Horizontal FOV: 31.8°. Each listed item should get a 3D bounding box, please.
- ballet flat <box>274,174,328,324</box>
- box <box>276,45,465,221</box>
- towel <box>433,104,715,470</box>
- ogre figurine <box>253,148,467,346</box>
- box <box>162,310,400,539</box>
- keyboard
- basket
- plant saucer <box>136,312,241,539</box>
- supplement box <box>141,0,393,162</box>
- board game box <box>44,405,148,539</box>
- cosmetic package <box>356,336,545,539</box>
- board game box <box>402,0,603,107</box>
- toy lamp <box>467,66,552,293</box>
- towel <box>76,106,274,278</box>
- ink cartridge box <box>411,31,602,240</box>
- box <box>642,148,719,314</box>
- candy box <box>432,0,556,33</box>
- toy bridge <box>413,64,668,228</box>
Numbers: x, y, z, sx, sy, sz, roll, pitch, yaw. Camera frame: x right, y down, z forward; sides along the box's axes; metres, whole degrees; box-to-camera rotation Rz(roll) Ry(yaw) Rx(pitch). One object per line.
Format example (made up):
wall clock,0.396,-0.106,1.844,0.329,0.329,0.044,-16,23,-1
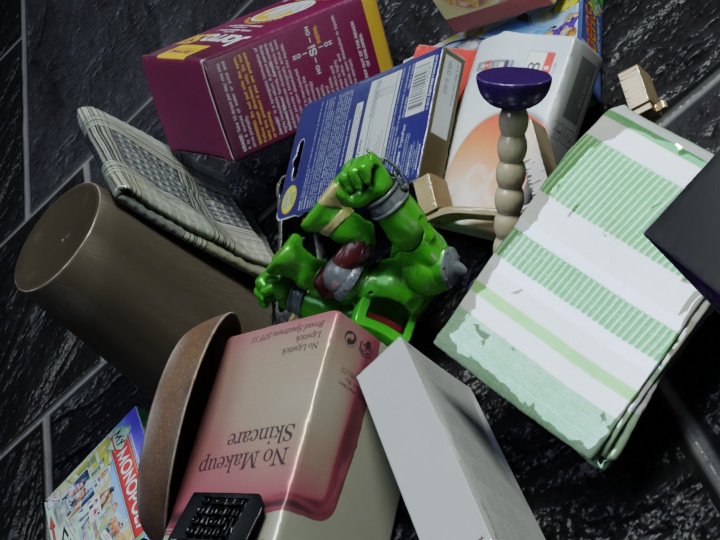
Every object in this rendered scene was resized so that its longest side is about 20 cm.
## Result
ballet flat,-0.058,-0.004,1.125,0.066,0.057,0.200,-30,39,22
box,0.005,-0.107,1.079,0.200,0.032,0.121,-11,61,51
towel,0.155,0.004,0.797,0.152,0.023,0.200,37,95,37
ogre figurine,0.000,0.000,0.969,0.200,0.120,0.098,-50,5,30
box,-0.049,0.148,0.928,0.128,0.109,0.200,-16,47,40
keyboard,-0.142,0.220,0.806,0.104,0.040,0.200,-13,37,42
basket,-0.196,0.023,1.134,0.136,0.200,0.181,-33,39,25
plant saucer,-0.135,0.128,0.993,0.034,0.200,0.201,12,60,6
supplement box,-0.086,-0.191,1.216,0.200,0.103,0.131,-29,25,-28
board game box,-0.216,0.228,1.120,0.135,0.029,0.200,-47,34,9
cosmetic package,0.062,0.136,0.835,0.051,0.083,0.200,-42,34,13
board game box,0.116,-0.164,1.092,0.200,0.034,0.136,-22,43,35
toy lamp,0.103,-0.036,0.875,0.058,0.201,0.058,-2,23,1
towel,-0.165,-0.073,1.188,0.035,0.200,0.193,-52,34,10
ink cartridge box,0.082,-0.114,1.019,0.200,0.050,0.163,15,84,42
box,0.257,0.033,0.651,0.079,0.141,0.200,-49,34,8
candy box,0.155,-0.302,1.122,0.115,0.055,0.200,-8,39,48
toy bridge,0.131,-0.076,0.912,0.200,0.027,0.067,-26,62,28
